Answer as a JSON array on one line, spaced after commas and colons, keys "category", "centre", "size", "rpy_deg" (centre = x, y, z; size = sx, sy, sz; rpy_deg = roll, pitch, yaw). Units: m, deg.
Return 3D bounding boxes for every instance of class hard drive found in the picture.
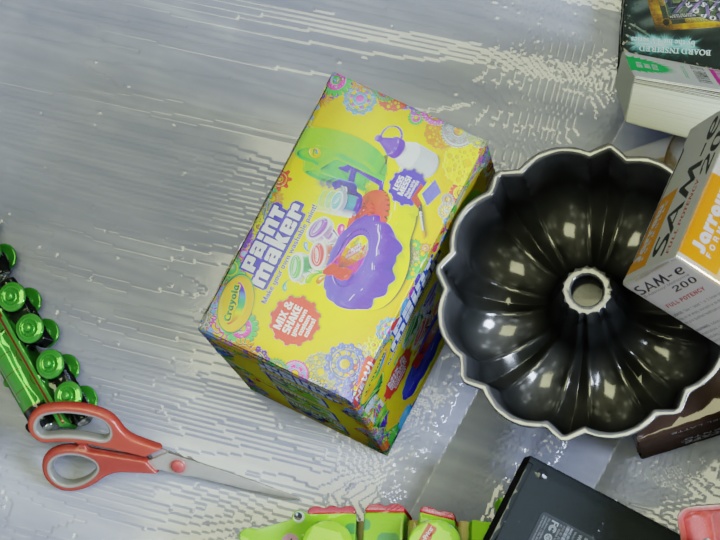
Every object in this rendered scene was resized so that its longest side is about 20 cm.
[{"category": "hard drive", "centre": [0.171, 0.235, 1.550], "size": [0.200, 0.033, 0.140], "rpy_deg": [28, 80, -2]}]

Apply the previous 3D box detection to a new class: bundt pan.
[{"category": "bundt pan", "centre": [0.153, 0.021, 1.514], "size": [0.201, 0.076, 0.202], "rpy_deg": [-2, 76, 7]}]

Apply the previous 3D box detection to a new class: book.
[{"category": "book", "centre": [0.282, -0.111, 1.590], "size": [0.200, 0.134, 0.048], "rpy_deg": [11, 105, 0]}]

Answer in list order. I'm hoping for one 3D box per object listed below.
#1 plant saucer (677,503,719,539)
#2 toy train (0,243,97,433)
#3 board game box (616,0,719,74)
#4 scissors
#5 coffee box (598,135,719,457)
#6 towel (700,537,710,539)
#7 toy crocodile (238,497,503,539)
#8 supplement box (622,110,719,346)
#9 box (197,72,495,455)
[{"category": "plant saucer", "centre": [0.323, 0.227, 1.487], "size": [0.200, 0.037, 0.200], "rpy_deg": [-7, 112, 17]}, {"category": "toy train", "centre": [-0.263, 0.039, 1.692], "size": [0.056, 0.042, 0.200], "rpy_deg": [-34, 73, 9]}, {"category": "board game box", "centre": [0.295, -0.203, 1.679], "size": [0.200, 0.028, 0.136], "rpy_deg": [5, 76, 9]}, {"category": "scissors", "centre": [-0.143, 0.133, 1.641], "size": [0.200, 0.014, 0.073], "rpy_deg": [3, 114, 9]}, {"category": "coffee box", "centre": [0.217, 0.018, 1.597], "size": [0.114, 0.080, 0.200], "rpy_deg": [-18, 73, 3]}, {"category": "towel", "centre": [0.250, 0.285, 1.489], "size": [0.200, 0.031, 0.149], "rpy_deg": [42, 113, -7]}, {"category": "toy crocodile", "centre": [0.014, 0.190, 1.596], "size": [0.200, 0.068, 0.062], "rpy_deg": [0, 71, 6]}, {"category": "supplement box", "centre": [0.284, 0.000, 1.444], "size": [0.200, 0.074, 0.126], "rpy_deg": [31, 67, -12]}, {"category": "box", "centre": [0.000, 0.000, 1.582], "size": [0.122, 0.193, 0.200], "rpy_deg": [25, 80, 14]}]
